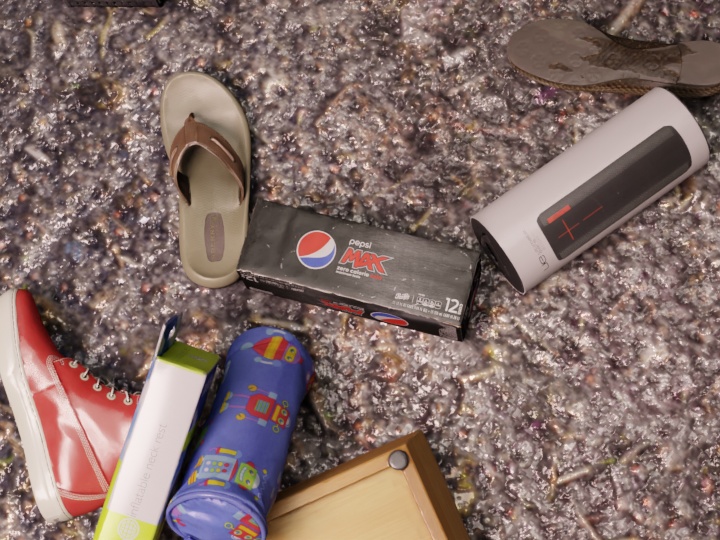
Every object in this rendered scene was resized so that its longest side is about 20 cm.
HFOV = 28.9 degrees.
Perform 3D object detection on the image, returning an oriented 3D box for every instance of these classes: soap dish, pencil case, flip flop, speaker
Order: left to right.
[{"bbox_3d":[-0.137,-0.084,1.228,0.080,0.058,0.202,-6,74,4],"label":"flip flop"},{"bbox_3d":[-0.092,0.134,1.104,0.078,0.087,0.201,29,39,-10],"label":"pencil case"},{"bbox_3d":[-0.011,0.234,1.113,0.199,0.081,0.158,-23,73,-2],"label":"soap dish"},{"bbox_3d":[0.192,-0.067,1.180,0.199,0.081,0.081,-34,74,-5],"label":"speaker"}]

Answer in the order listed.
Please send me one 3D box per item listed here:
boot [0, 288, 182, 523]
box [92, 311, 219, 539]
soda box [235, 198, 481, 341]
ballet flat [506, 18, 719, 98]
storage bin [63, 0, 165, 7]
[{"bbox_3d":[-0.223,0.096,1.182,0.143,0.072,0.201,-19,81,-1],"label":"boot"},{"bbox_3d":[-0.158,0.138,1.082,0.047,0.122,0.201,19,92,-3],"label":"box"},{"bbox_3d":[0.000,0.000,1.188,0.198,0.063,0.071,14,75,9],"label":"soda box"},{"bbox_3d":[0.228,-0.181,1.231,0.198,0.046,0.068,6,74,12],"label":"ballet flat"},{"bbox_3d":[-0.228,-0.353,1.272,0.093,0.135,0.202,0,74,6],"label":"storage bin"}]
